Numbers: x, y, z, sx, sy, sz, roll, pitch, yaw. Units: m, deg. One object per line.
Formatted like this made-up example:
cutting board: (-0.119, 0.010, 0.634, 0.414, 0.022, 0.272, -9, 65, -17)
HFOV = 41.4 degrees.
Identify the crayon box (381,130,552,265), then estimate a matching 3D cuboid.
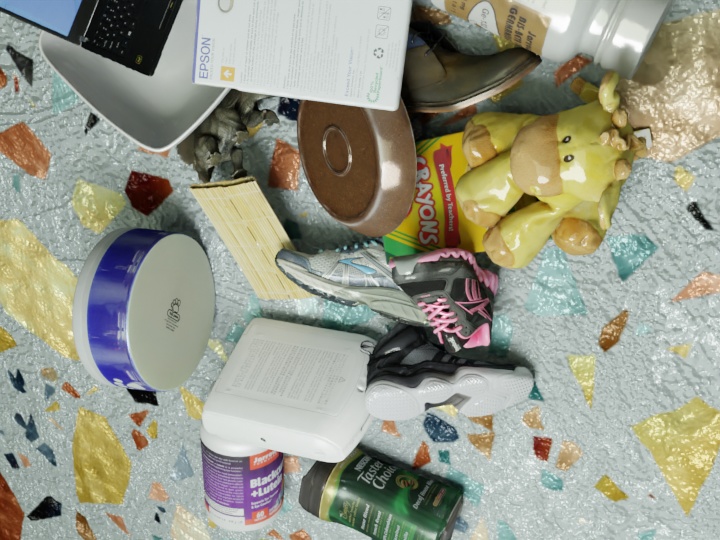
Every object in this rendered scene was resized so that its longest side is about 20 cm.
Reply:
crayon box: (0.113, -0.081, 0.997, 0.199, 0.051, 0.127, -9, 91, 29)

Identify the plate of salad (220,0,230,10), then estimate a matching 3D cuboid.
plate of salad: (-0.083, -0.334, 0.979, 0.199, 0.048, 0.201, 1, 108, 3)

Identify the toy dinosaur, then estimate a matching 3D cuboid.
toy dinosaur: (-0.151, -0.171, 1.087, 0.200, 0.077, 0.102, -54, 52, 23)

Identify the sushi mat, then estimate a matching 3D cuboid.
sushi mat: (-0.123, -0.033, 1.142, 0.095, 0.012, 0.200, -3, 137, 26)

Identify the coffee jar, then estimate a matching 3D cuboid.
coffee jar: (0.025, 0.296, 1.228, 0.199, 0.104, 0.086, 19, 120, 16)

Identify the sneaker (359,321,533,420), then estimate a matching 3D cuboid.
sneaker: (0.096, 0.107, 1.111, 0.199, 0.114, 0.076, -4, 137, -9)

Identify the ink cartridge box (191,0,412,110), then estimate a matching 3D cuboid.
ink cartridge box: (-0.050, -0.261, 0.890, 0.199, 0.043, 0.197, 8, 106, 1)

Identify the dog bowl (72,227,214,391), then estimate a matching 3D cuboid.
dog bowl: (-0.264, 0.048, 1.186, 0.079, 0.200, 0.201, 5, 117, 21)

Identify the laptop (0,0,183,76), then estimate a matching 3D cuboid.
laptop: (-0.269, -0.315, 0.957, 0.200, 0.103, 0.178, 28, 97, 36)

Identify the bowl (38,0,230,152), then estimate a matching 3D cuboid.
bowl: (-0.222, -0.252, 1.051, 0.200, 0.075, 0.200, 42, 96, 1)

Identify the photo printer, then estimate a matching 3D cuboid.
photo printer: (-0.071, 0.144, 1.163, 0.199, 0.167, 0.070, 7, 140, 23)

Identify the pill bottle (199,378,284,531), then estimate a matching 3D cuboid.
pill bottle: (-0.159, 0.243, 1.289, 0.111, 0.111, 0.201, 13, 121, 20)

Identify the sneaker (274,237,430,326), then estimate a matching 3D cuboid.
sneaker: (0.000, 0.000, 1.105, 0.199, 0.078, 0.087, 17, 82, 10)

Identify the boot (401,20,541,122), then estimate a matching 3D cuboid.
boot: (0.076, -0.210, 0.955, 0.200, 0.075, 0.097, -14, 111, 34)

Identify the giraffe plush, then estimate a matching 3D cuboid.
giraffe plush: (0.188, -0.095, 0.860, 0.200, 0.162, 0.173, -28, 90, 3)

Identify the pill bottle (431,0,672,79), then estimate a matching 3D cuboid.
pill bottle: (0.172, -0.254, 0.859, 0.200, 0.114, 0.115, 28, 125, 11)

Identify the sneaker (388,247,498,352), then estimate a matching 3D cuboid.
sneaker: (0.093, 0.035, 0.997, 0.079, 0.200, 0.096, -6, 74, 30)

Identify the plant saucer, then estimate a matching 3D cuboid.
plant saucer: (-0.014, -0.130, 1.009, 0.200, 0.034, 0.201, 33, 131, 48)
